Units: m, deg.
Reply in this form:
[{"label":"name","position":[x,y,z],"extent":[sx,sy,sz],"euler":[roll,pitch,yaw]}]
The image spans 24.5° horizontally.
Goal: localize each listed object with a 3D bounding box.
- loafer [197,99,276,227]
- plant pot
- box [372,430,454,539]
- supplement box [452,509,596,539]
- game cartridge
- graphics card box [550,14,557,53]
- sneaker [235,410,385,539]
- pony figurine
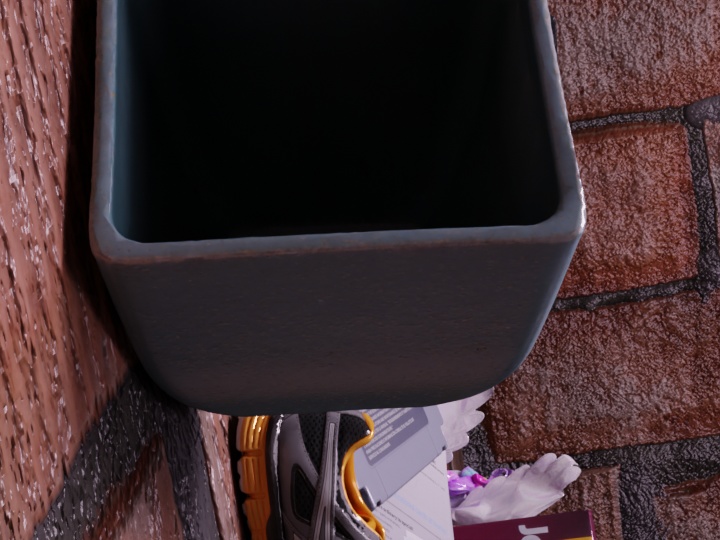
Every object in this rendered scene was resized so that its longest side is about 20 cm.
[{"label":"loafer","position":[-0.070,-0.069,0.902],"extent":[0.073,0.071,0.201],"euler":[-42,124,-38]},{"label":"plant pot","position":[-0.016,-0.032,0.767],"extent":[0.201,0.194,0.198],"euler":[92,-6,-55]},{"label":"box","position":[0.015,0.174,1.183],"extent":[0.156,0.041,0.202],"euler":[41,35,-44]},{"label":"supplement box","position":[0.095,0.268,1.314],"extent":[0.086,0.198,0.111],"euler":[73,10,-52]},{"label":"game cartridge","position":[-0.002,0.085,1.126],"extent":[0.134,0.041,0.200],"euler":[63,20,2]},{"label":"graphics card box","position":[0.045,-0.157,1.300],"extent":[0.125,0.199,0.051],"euler":[20,57,-32]},{"label":"sneaker","position":[-0.020,0.170,0.929],"extent":[0.078,0.076,0.202],"euler":[-71,153,-82]},{"label":"pony figurine","position":[0.076,0.197,1.424],"extent":[0.167,0.192,0.201],"euler":[45,-16,33]}]
